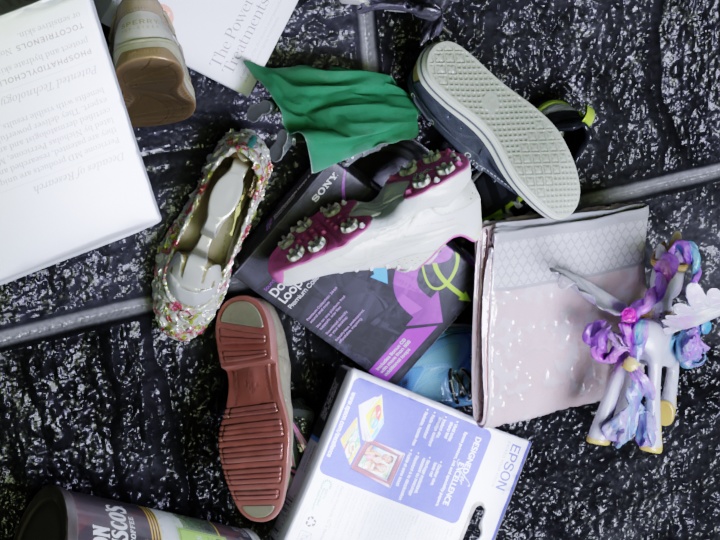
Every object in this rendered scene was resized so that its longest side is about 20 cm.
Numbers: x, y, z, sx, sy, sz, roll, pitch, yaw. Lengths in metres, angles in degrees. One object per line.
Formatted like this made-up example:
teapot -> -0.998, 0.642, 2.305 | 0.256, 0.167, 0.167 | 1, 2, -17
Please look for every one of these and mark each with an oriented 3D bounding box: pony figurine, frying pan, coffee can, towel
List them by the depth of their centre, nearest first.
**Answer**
coffee can -> -0.202, 0.284, 1.647 | 0.199, 0.146, 0.148 | 17, 101, -28
pony figurine -> 0.256, 0.060, 1.664 | 0.193, 0.165, 0.202 | 4, 98, -71
frying pan -> 0.046, -0.098, 1.683 | 0.115, 0.031, 0.191 | 37, 92, -28
towel -> 0.189, 0.039, 1.706 | 0.199, 0.032, 0.193 | -9, 107, -32

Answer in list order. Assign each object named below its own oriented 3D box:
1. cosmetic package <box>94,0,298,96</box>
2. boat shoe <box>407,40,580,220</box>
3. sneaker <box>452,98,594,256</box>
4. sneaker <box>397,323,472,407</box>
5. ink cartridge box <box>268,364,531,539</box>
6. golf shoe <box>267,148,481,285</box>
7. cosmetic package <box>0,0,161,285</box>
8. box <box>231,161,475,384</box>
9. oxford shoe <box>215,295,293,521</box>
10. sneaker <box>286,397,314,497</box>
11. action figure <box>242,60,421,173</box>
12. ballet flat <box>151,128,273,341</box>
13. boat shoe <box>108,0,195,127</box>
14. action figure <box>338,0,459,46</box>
cosmetic package -> -0.116, -0.270, 1.546 | 0.150, 0.052, 0.201 | 24, 97, -26
boat shoe -> 0.119, -0.122, 1.648 | 0.200, 0.062, 0.075 | 43, 62, -11
sneaker -> 0.147, -0.074, 1.709 | 0.071, 0.083, 0.201 | 29, 95, -28
sneaker -> 0.124, 0.090, 1.752 | 0.198, 0.090, 0.079 | -21, 115, -16
ink cartridge box -> 0.034, 0.213, 1.701 | 0.199, 0.047, 0.199 | 24, 87, -22
golf shoe -> 0.018, -0.025, 1.605 | 0.199, 0.075, 0.092 | -26, 120, 3
cosmetic package -> -0.281, -0.121, 1.458 | 0.165, 0.167, 0.202 | -23, 116, -15
box -> 0.000, 0.000, 1.672 | 0.199, 0.036, 0.143 | 35, 105, -22
oxford shoe -> -0.084, 0.123, 1.655 | 0.070, 0.074, 0.202 | -1, 90, 20
sneaker -> -0.032, 0.204, 1.731 | 0.086, 0.080, 0.201 | -39, 119, -8
action figure -> -0.010, -0.135, 1.606 | 0.199, 0.119, 0.055 | -11, 157, -47
ballet flat -> -0.136, -0.030, 1.609 | 0.075, 0.064, 0.202 | 20, 98, -3
boat shoe -> -0.174, -0.167, 1.495 | 0.071, 0.200, 0.066 | -8, 78, -6
action figure -> 0.038, -0.277, 1.581 | 0.200, 0.101, 0.120 | 70, 38, -64
